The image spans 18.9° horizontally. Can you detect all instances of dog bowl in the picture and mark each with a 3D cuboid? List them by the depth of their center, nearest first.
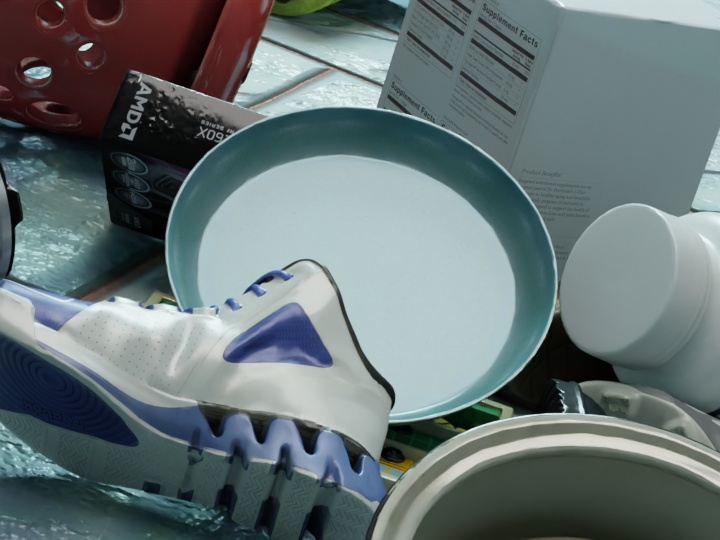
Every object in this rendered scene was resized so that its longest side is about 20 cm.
[{"bbox_3d":[0.093,0.151,0.845,0.199,0.074,0.201,7,41,-6],"label":"dog bowl"}]

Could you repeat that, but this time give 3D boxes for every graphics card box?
[{"bbox_3d":[-0.044,-0.038,1.208,0.199,0.051,0.126,20,-20,3],"label":"graphics card box"}]

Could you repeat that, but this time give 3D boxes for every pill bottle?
[{"bbox_3d":[0.203,0.034,1.162,0.199,0.111,0.111,22,15,-37],"label":"pill bottle"}]

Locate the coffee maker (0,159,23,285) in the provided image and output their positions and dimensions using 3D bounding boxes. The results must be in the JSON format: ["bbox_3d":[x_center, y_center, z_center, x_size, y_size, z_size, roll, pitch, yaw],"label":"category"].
[{"bbox_3d":[-0.278,-0.012,0.945,0.191,0.135,0.200,22,21,15],"label":"coffee maker"}]

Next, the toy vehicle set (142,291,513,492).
[{"bbox_3d":[-0.027,0.073,1.072,0.199,0.027,0.124,18,21,2],"label":"toy vehicle set"}]

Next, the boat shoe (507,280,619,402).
[{"bbox_3d":[0.148,0.032,1.241,0.199,0.072,0.068,2,25,-35],"label":"boat shoe"}]

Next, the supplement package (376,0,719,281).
[{"bbox_3d":[0.112,-0.089,1.332,0.151,0.201,0.151,3,26,-33],"label":"supplement package"}]

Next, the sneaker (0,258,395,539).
[{"bbox_3d":[-0.069,0.044,0.987,0.199,0.081,0.115,23,51,-3],"label":"sneaker"}]

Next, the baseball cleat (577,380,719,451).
[{"bbox_3d":[0.194,0.115,1.107,0.199,0.070,0.106,29,10,17],"label":"baseball cleat"}]

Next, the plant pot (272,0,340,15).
[{"bbox_3d":[-0.027,-0.302,1.795,0.200,0.201,0.184,23,34,16],"label":"plant pot"}]

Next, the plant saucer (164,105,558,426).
[{"bbox_3d":[0.000,0.000,1.092,0.199,0.027,0.201,4,52,-6],"label":"plant saucer"}]

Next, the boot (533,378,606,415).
[{"bbox_3d":[0.162,0.134,1.005,0.162,0.074,0.199,11,29,-9],"label":"boot"}]

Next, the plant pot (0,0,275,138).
[{"bbox_3d":[-0.153,-0.172,1.354,0.182,0.201,0.201,23,20,-9],"label":"plant pot"}]
